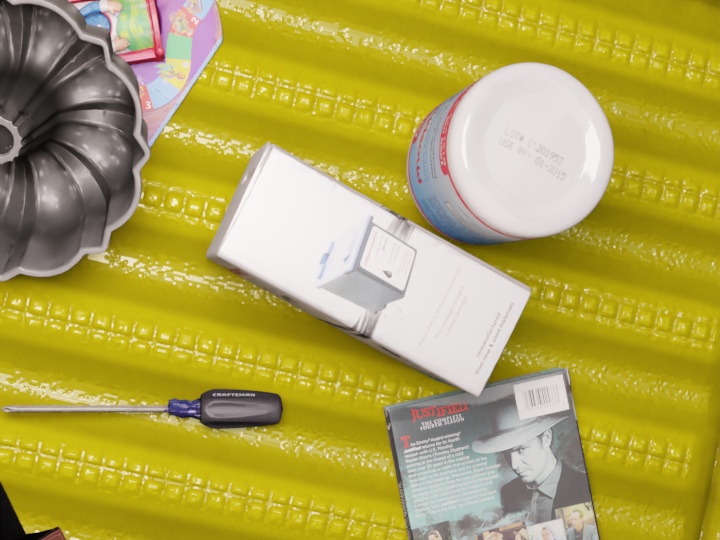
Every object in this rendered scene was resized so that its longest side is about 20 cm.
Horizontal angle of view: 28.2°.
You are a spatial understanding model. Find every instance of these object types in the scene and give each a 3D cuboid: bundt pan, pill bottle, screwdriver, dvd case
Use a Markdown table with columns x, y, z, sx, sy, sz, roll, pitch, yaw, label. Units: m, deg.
| x | y | z | sx | sy | sz | roll | pitch | yaw | label |
| --- | --- | --- | --- | --- | --- | --- | --- | --- | --- |
| -0.234 | -0.101 | 0.956 | 0.199 | 0.076 | 0.204 | 1 | 117 | 1 | bundt pan |
| 0.091 | -0.073 | 0.977 | 0.107 | 0.200 | 0.110 | 0 | 88 | -10 | pill bottle |
| -0.153 | 0.095 | 1.019 | 0.197 | 0.028 | 0.029 | 5 | 57 | -9 | screwdriver |
| 0.104 | 0.185 | 1.065 | 0.144 | 0.022 | 0.203 | -12 | 92 | -10 | dvd case |

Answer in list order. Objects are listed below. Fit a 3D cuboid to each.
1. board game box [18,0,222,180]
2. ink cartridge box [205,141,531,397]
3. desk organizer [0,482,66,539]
| x | y | z | sx | sy | sz | roll | pitch | yaw | label |
| --- | --- | --- | --- | --- | --- | --- | --- | --- | --- |
| -0.192 | -0.163 | 1.009 | 0.157 | 0.039 | 0.201 | 35 | 84 | -7 | board game box |
| 0.000 | 0.000 | 0.987 | 0.198 | 0.146 | 0.087 | 27 | 86 | -8 | ink cartridge box |
| -0.259 | 0.167 | 0.964 | 0.077 | 0.071 | 0.202 | -28 | 94 | -38 | desk organizer |
